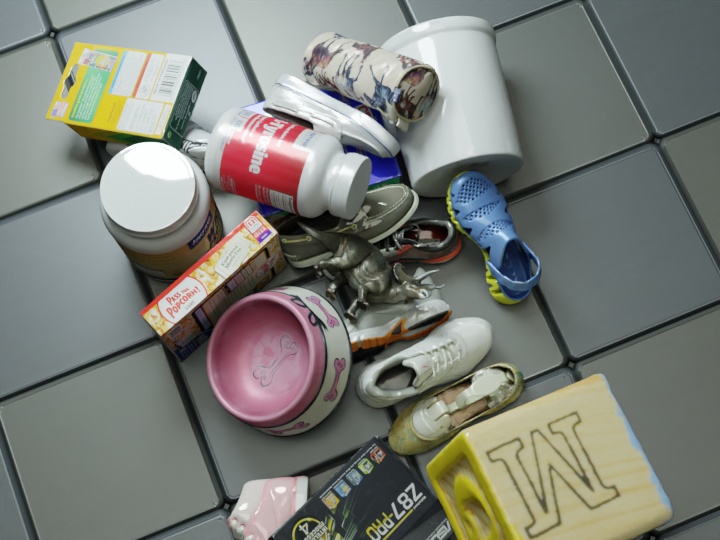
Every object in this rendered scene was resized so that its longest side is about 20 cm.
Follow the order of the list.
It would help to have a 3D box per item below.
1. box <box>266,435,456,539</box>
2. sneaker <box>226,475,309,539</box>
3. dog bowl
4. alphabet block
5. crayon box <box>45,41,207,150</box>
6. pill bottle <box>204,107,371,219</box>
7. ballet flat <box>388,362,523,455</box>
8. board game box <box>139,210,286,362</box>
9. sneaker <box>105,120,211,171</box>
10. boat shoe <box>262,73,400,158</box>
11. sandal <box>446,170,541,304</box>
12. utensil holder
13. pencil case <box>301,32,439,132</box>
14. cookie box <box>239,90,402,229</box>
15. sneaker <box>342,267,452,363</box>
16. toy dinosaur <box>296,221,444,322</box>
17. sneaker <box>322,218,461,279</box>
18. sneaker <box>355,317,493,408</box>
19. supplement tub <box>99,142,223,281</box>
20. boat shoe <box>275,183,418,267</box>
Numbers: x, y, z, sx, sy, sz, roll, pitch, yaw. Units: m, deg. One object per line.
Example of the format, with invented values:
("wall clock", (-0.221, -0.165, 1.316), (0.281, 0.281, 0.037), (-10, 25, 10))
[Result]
("box", (0.005, 0.331, 1.544), (0.161, 0.049, 0.200), (47, 59, 5))
("sneaker", (-0.120, 0.360, 1.565), (0.105, 0.075, 0.200), (2, 66, -2))
("dog bowl", (-0.114, 0.116, 1.598), (0.200, 0.074, 0.200), (-3, 82, 27))
("alphabet block", (0.226, 0.270, 1.503), (0.200, 0.195, 0.196), (-20, 71, -19))
("crayon box", (-0.324, -0.242, 1.698), (0.200, 0.052, 0.126), (12, 75, 25))
("pill bottle", (-0.093, -0.135, 1.608), (0.200, 0.112, 0.112), (18, 75, 14))
("ballet flat", (0.125, 0.178, 1.618), (0.200, 0.071, 0.071), (-26, 74, -6))
("board game box", (-0.190, 0.024, 1.629), (0.200, 0.152, 0.046), (-42, 77, -11))
("sneaker", (-0.257, -0.207, 1.727), (0.200, 0.075, 0.115), (5, 73, 18))
("boat shoe", (-0.041, -0.193, 1.658), (0.200, 0.074, 0.065), (30, 81, 19))
("sandal", (0.186, -0.045, 1.635), (0.079, 0.087, 0.200), (-34, 102, -12))
("utensil holder", (0.124, -0.220, 1.687), (0.170, 0.170, 0.200), (-12, 76, -2))
("pencil case", (0.008, -0.255, 1.629), (0.200, 0.078, 0.089), (28, 81, 40))
("cookie box", (-0.060, -0.165, 1.720), (0.200, 0.075, 0.171), (-17, 73, -3))
("sneaker", (0.017, 0.060, 1.660), (0.200, 0.076, 0.092), (-19, 66, -12))
("toy dinosaur", (0.000, 0.000, 1.615), (0.200, 0.077, 0.102), (37, 59, 13))
("sneaker", (0.040, -0.040, 1.676), (0.200, 0.082, 0.077), (-14, 73, -3))
("sneaker", (0.091, 0.125, 1.613), (0.200, 0.099, 0.078), (-30, 89, -4))
("supplement tub", (-0.265, -0.077, 1.635), (0.144, 0.200, 0.144), (0, 74, 2))
("boat shoe", (-0.020, -0.069, 1.656), (0.202, 0.060, 0.072), (-24, 43, 14))
